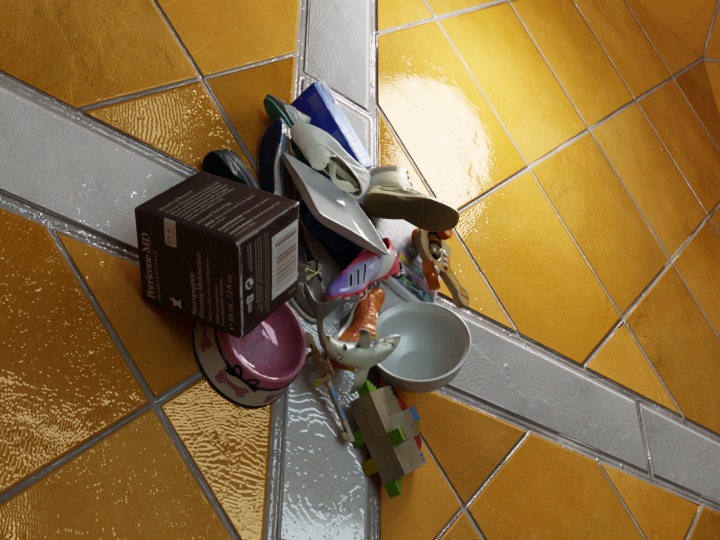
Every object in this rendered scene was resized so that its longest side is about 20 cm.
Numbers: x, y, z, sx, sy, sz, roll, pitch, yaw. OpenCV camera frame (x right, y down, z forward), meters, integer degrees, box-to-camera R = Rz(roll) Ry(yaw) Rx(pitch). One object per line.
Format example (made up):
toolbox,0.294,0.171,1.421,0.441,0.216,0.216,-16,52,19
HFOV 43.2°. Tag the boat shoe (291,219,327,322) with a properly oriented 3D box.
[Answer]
boat shoe,-0.105,-0.007,1.649,0.071,0.059,0.203,-9,72,-48

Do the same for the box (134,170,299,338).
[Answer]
box,-0.216,-0.028,1.402,0.197,0.169,0.164,17,33,24

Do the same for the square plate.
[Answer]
square plate,-0.050,-0.116,1.675,0.197,0.028,0.201,30,21,-42

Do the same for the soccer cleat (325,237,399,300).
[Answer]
soccer cleat,0.000,0.000,1.683,0.198,0.066,0.078,-24,101,-44

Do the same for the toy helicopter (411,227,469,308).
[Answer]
toy helicopter,0.171,0.000,1.887,0.202,0.078,0.133,57,32,-19

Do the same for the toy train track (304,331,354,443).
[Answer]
toy train track,-0.062,0.205,1.551,0.032,0.114,0.203,-25,98,-17

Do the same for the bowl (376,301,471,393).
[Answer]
bowl,0.109,0.160,1.704,0.196,0.092,0.203,-3,42,2

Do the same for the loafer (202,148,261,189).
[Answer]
loafer,-0.198,-0.136,1.634,0.202,0.072,0.072,57,35,-2

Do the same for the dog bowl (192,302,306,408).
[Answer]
dog bowl,-0.173,0.116,1.490,0.198,0.073,0.203,26,49,-33

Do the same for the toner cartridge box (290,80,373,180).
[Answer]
toner cartridge box,-0.062,-0.272,1.841,0.043,0.094,0.202,-26,85,-51

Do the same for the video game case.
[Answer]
video game case,0.091,-0.028,1.893,0.199,0.023,0.184,39,43,-22

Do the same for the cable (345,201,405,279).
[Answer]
cable,0.017,-0.062,1.811,0.201,0.050,0.097,51,25,2

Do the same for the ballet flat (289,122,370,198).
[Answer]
ballet flat,-0.056,-0.206,1.738,0.199,0.069,0.070,36,43,-31

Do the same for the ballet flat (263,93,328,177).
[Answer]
ballet flat,-0.118,-0.266,1.797,0.202,0.071,0.072,59,39,-6

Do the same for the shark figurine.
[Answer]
shark figurine,-0.039,0.118,1.540,0.213,0.089,0.129,35,86,-39

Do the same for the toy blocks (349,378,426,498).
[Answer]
toy blocks,0.061,0.284,1.617,0.136,0.099,0.203,-6,69,-59

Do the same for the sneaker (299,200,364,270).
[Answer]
sneaker,-0.043,-0.064,1.745,0.200,0.070,0.078,48,8,-32

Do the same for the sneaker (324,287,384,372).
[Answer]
sneaker,0.005,0.111,1.663,0.076,0.074,0.201,21,50,13

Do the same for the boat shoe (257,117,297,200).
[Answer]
boat shoe,-0.151,-0.191,1.725,0.072,0.072,0.204,23,60,-39

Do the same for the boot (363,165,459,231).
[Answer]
boot,0.107,-0.153,1.877,0.196,0.074,0.156,9,30,-1
